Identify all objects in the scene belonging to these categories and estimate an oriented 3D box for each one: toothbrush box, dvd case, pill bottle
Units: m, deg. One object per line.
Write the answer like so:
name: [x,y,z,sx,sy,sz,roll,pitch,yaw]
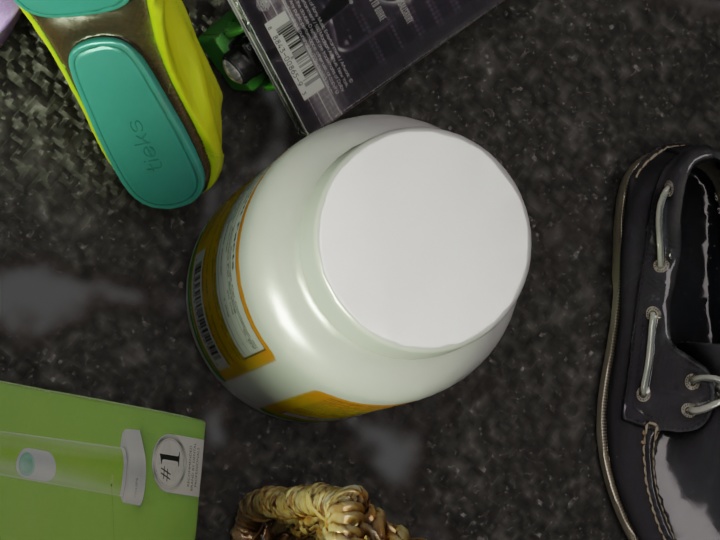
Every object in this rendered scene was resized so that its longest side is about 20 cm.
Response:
toothbrush box: [-0.153,0.116,0.926,0.086,0.200,0.147,0,81,31]
dvd case: [0.021,-0.172,1.027,0.200,0.016,0.149,-36,114,-17]
pill bottle: [0.000,0.000,0.975,0.110,0.200,0.112,2,83,-14]

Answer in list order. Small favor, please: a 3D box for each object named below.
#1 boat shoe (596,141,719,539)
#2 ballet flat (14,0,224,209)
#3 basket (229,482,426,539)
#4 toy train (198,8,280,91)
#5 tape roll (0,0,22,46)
boat shoe: [0.146,0.042,1.076,0.072,0.063,0.201,0,83,-14]
ballet flat: [-0.102,-0.114,0.993,0.066,0.201,0.067,-4,44,21]
basket: [-0.008,0.180,0.952,0.149,0.200,0.143,36,78,-9]
toy train: [0.012,-0.146,1.070,0.200,0.056,0.042,-41,109,-15]
tape roll: [-0.226,-0.157,1.009,0.199,0.066,0.201,2,82,-14]
